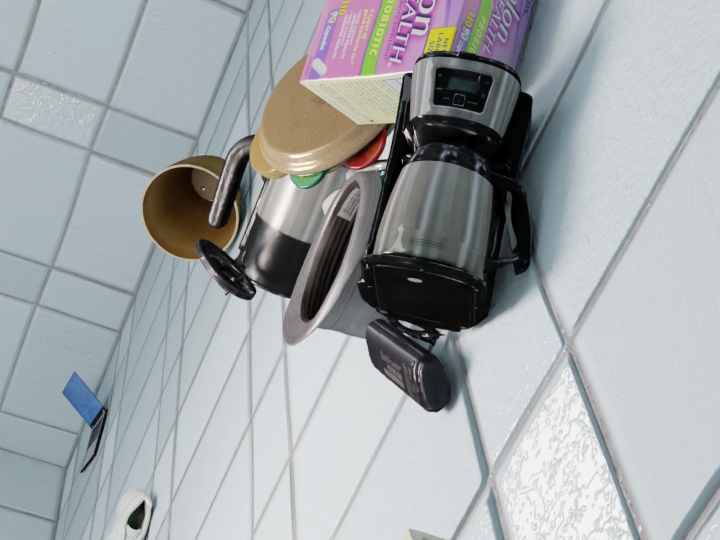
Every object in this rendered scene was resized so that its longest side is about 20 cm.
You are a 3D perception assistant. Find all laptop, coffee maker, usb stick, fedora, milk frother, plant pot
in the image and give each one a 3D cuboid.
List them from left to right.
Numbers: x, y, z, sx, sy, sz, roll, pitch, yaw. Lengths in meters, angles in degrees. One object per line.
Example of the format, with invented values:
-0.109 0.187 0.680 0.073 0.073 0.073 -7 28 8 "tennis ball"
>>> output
-0.745 0.403 3.580 0.187 0.115 0.202 133 152 -59 "laptop"
-0.301 -0.142 2.564 0.200 0.185 0.188 -73 8 -66 "plant pot"
-0.102 -0.066 1.692 0.200 0.179 0.190 -105 36 -70 "milk frother"
0.000 0.000 1.421 0.202 0.089 0.177 -69 16 -5 "fedora"
0.041 0.086 1.257 0.200 0.032 0.056 -149 47 -75 "usb stick"
0.067 -0.063 1.173 0.192 0.133 0.202 143 144 -66 "coffee maker"

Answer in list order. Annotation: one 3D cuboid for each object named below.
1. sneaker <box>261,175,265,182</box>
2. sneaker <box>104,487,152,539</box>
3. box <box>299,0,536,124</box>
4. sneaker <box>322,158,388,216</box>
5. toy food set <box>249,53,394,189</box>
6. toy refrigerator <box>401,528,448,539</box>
-0.116 -0.237 2.174 0.090 0.066 0.201 -96 25 -47 "sneaker"
-0.419 0.483 2.395 0.080 0.070 0.203 -17 55 69 "sneaker"
0.060 -0.246 1.326 0.199 0.096 0.178 4 71 44 "box"
0.018 -0.070 1.522 0.200 0.077 0.081 132 132 -62 "sneaker"
-0.030 -0.178 1.505 0.197 0.049 0.201 18 68 45 "toy food set"
0.072 0.249 0.886 0.200 0.075 0.071 -117 48 -71 "toy refrigerator"
